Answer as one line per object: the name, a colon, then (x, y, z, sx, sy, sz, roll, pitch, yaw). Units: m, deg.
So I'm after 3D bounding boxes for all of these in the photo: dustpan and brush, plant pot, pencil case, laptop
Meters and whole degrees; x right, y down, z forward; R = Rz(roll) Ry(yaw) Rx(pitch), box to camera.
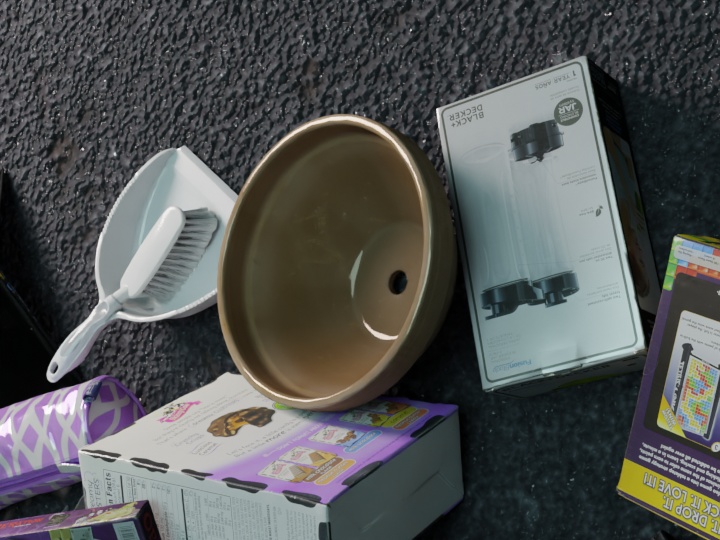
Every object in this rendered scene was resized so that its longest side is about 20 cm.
dustpan and brush: (-0.174, 0.010, 1.111, 0.140, 0.057, 0.200, 42, 103, 30)
plant pot: (0.000, 0.000, 0.980, 0.200, 0.092, 0.202, -12, 73, 41)
pencil case: (-0.258, 0.147, 1.120, 0.199, 0.084, 0.086, -20, 40, 28)
laptop: (-0.339, 0.053, 1.233, 0.187, 0.116, 0.200, -36, 93, 21)

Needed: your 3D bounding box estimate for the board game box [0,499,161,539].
board game box: (-0.165, 0.249, 0.920, 0.119, 0.032, 0.201, -11, 106, 11)

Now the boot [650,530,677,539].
boot: (0.182, 0.267, 0.845, 0.131, 0.070, 0.201, -31, 70, 16)

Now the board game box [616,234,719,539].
board game box: (0.249, 0.083, 0.795, 0.200, 0.057, 0.166, 24, 107, 50)

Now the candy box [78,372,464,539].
candy box: (-0.057, 0.136, 0.948, 0.199, 0.168, 0.072, 6, 108, 32)

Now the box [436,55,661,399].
box: (0.126, -0.025, 0.939, 0.116, 0.060, 0.201, -18, 71, 27)

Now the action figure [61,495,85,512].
action figure: (-0.224, 0.247, 1.054, 0.200, 0.069, 0.131, -106, 29, -56)
